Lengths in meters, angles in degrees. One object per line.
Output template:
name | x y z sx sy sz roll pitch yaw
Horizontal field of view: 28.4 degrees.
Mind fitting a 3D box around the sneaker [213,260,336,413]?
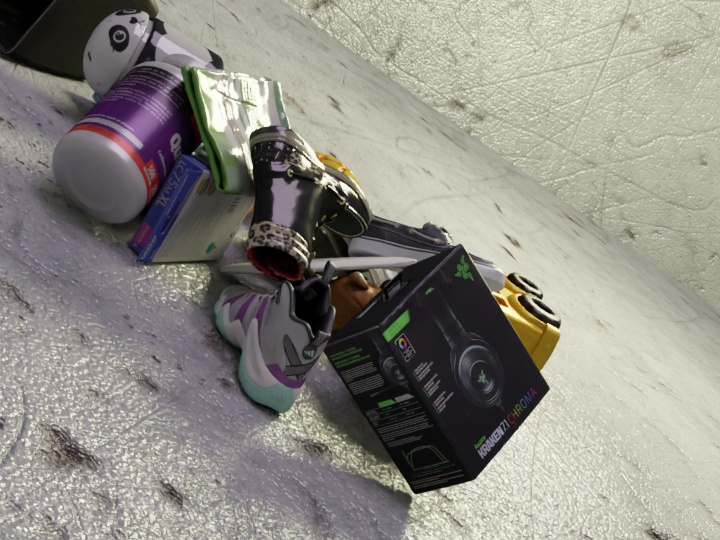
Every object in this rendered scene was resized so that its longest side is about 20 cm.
sneaker | -0.074 0.039 1.455 0.077 0.140 0.200 26 19 -34

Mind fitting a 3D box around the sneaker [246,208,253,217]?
sneaker | -0.152 -0.109 1.841 0.073 0.077 0.200 30 21 12

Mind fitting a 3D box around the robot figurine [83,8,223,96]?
robot figurine | -0.251 -0.246 1.796 0.199 0.125 0.150 30 0 -19

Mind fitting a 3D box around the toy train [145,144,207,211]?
toy train | -0.233 -0.118 1.690 0.113 0.086 0.200 26 16 -6

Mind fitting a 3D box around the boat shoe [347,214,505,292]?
boat shoe | 0.086 -0.026 1.739 0.199 0.068 0.072 13 -18 19

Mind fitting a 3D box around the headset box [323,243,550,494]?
headset box | 0.077 0.094 1.468 0.174 0.093 0.201 -40 102 -44

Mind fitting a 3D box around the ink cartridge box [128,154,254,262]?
ink cartridge box | -0.181 -0.067 1.568 0.042 0.120 0.200 35 14 15

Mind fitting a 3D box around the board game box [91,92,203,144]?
board game box | -0.246 -0.169 1.891 0.199 0.037 0.151 22 22 -43

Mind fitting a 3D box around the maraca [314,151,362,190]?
maraca | -0.047 -0.078 1.948 0.136 0.107 0.201 -11 64 -31

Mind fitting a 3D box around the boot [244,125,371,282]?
boot | -0.060 -0.046 1.557 0.203 0.073 0.155 42 43 -46

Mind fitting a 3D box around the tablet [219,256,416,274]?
tablet | -0.049 -0.006 1.650 0.199 0.014 0.130 -2 2 -35

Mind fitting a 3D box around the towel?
towel | -0.123 -0.154 1.588 0.200 0.031 0.150 -6 76 -68

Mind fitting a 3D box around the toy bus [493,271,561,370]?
toy bus | 0.155 0.059 1.952 0.191 0.136 0.200 28 17 -20

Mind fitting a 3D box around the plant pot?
plant pot | -0.391 -0.371 1.896 0.200 0.200 0.177 47 6 33

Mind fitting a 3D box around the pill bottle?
pill bottle | -0.237 -0.150 1.544 0.112 0.113 0.200 37 50 -2

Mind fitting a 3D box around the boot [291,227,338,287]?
boot | -0.079 -0.022 1.785 0.200 0.067 0.131 56 27 -43

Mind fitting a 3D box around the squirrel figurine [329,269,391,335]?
squirrel figurine | 0.043 0.076 1.619 0.186 0.142 0.200 30 19 -29

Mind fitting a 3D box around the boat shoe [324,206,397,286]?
boat shoe | 0.000 0.000 1.821 0.071 0.070 0.201 17 -44 47
